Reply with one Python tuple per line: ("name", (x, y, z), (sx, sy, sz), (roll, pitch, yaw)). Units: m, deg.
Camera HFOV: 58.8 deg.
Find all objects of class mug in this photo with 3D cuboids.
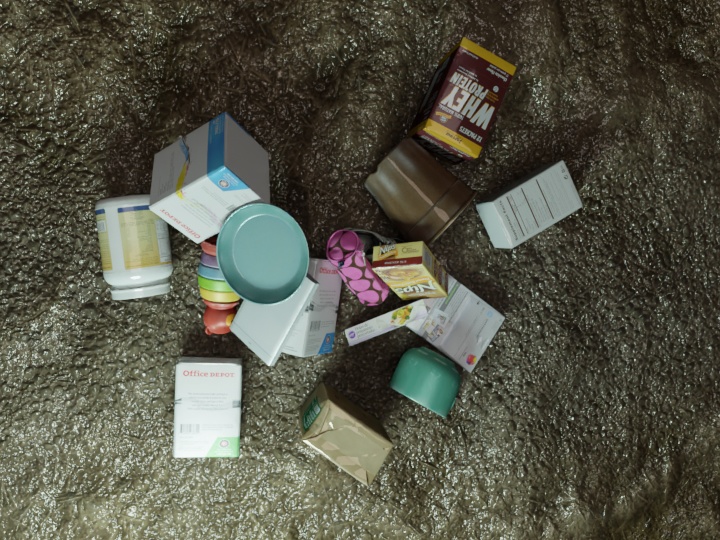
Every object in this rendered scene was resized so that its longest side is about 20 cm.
("mug", (0.154, 0.248, 1.460), (0.149, 0.185, 0.117), (26, 83, 14))

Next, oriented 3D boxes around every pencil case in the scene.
("pencil case", (0.000, 0.000, 1.389), (0.091, 0.201, 0.093), (-2, 60, 25))

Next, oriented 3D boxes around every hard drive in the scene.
("hard drive", (-0.182, 0.075, 1.331), (0.131, 0.027, 0.203), (36, 103, 23))

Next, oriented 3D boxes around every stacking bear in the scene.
("stacking bear", (-0.299, 0.038, 1.388), (0.111, 0.120, 0.207), (14, 104, 32))

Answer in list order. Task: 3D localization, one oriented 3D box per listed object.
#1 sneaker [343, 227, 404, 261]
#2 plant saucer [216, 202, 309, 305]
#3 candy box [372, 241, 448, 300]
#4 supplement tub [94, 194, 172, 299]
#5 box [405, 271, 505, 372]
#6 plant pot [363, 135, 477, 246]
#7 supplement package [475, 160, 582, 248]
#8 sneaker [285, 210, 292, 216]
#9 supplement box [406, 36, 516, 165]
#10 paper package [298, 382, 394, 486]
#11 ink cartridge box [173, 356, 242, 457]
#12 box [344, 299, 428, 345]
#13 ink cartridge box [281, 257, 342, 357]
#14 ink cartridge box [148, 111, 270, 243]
("sneaker", (0.043, -0.045, 1.445), (0.194, 0.088, 0.078), (12, 90, -11))
("plant saucer", (-0.192, -0.034, 1.280), (0.193, 0.036, 0.207), (3, 103, 11))
("candy box", (0.113, 0.005, 1.388), (0.112, 0.200, 0.057), (-4, 66, 23))
("supplement tub", (-0.471, -0.049, 1.337), (0.140, 0.144, 0.207), (-6, 94, -8))
("box", (0.221, 0.117, 1.505), (0.198, 0.041, 0.158), (34, 89, -8))
("plant pot", (0.120, -0.171, 1.406), (0.198, 0.200, 0.201), (44, 87, -1))
("supplement package", (0.386, -0.150, 1.476), (0.196, 0.117, 0.120), (-29, 97, -6))
("sneaker", (-0.190, -0.034, 1.395), (0.078, 0.115, 0.206), (11, 91, -8))
("supplement box", (0.213, -0.360, 1.397), (0.130, 0.197, 0.205), (24, 90, -9))
("paper package", (-0.037, 0.350, 1.400), (0.188, 0.200, 0.105), (35, 88, -8))
("ink cartridge box", (-0.333, 0.298, 1.408), (0.141, 0.084, 0.207), (3, 93, -9))
("box", (0.061, 0.119, 1.457), (0.195, 0.041, 0.040), (-22, 81, 6))
("ink cartridge box", (-0.110, 0.075, 1.391), (0.083, 0.146, 0.207), (8, 91, 23))
("ink cartridge box", (-0.303, -0.183, 1.294), (0.196, 0.146, 0.150), (-22, 54, 21))
